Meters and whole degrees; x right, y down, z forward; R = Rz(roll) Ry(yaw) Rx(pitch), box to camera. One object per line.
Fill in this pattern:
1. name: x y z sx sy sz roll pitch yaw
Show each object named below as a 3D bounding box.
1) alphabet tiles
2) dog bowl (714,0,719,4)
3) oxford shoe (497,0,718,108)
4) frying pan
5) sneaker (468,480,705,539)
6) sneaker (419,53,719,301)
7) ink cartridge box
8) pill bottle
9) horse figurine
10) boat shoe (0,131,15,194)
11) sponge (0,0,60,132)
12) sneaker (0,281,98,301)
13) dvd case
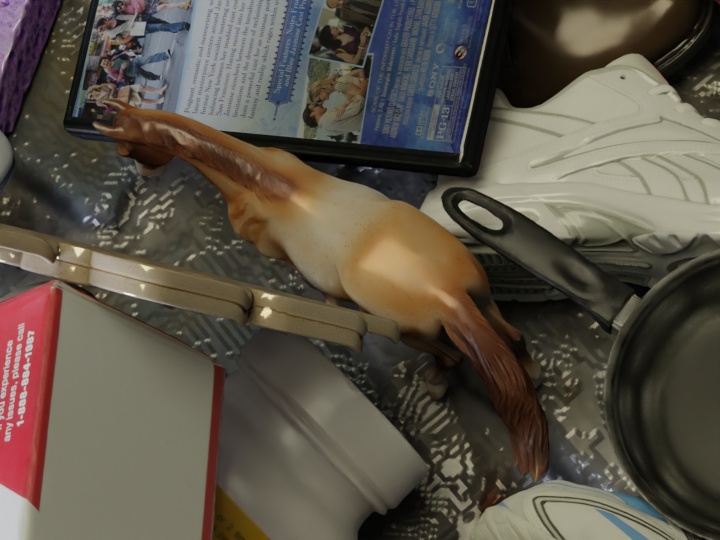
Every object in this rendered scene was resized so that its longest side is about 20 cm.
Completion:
1. alphabet tiles: -0.091 -0.001 0.823 0.199 0.195 0.015 12 89 51
2. dog bowl: 0.198 -0.173 0.922 0.199 0.074 0.201 -17 35 12
3. oxford shoe: 0.046 -0.103 0.974 0.199 0.084 0.073 -7 63 14
4. frying pan: 0.108 0.039 0.846 0.189 0.031 0.116 9 69 18
5. sneaker: 0.109 0.118 0.816 0.072 0.072 0.200 -22 23 -21
6. sneaker: 0.120 -0.040 0.919 0.199 0.078 0.100 5 67 15
7. ink cartridge box: -0.147 0.106 0.794 0.199 0.084 0.145 -19 56 37
8. pill bottle: -0.073 0.116 0.896 0.200 0.113 0.112 -44 60 -4
9. horse figurine: 0.000 0.000 0.913 0.200 0.133 0.050 34 78 28
10. boat shoe: -0.215 0.012 1.016 0.201 0.086 0.075 -30 31 17
11. sponge: -0.197 -0.119 1.095 0.111 0.030 0.201 9 70 22
12. sneaker: -0.154 0.039 0.935 0.200 0.075 0.093 -40 37 49
13. dvd case: -0.026 -0.115 0.958 0.199 0.018 0.144 7 81 32
